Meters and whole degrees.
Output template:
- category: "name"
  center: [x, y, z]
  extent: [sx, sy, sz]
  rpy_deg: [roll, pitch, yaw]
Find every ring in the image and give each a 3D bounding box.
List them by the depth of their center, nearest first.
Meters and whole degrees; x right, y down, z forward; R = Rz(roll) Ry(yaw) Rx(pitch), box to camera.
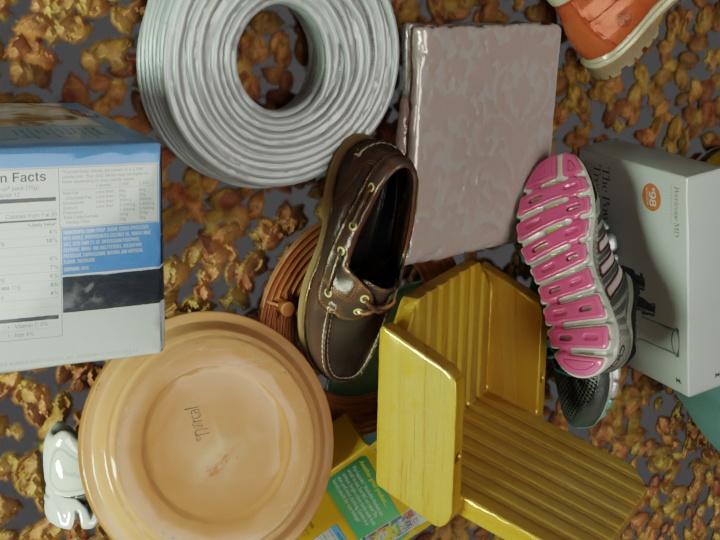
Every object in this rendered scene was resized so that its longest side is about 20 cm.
- category: "ring"
  center: [0.006, 0.045, 0.972]
  extent: [0.198, 0.019, 0.203]
  rpy_deg: [-9, 109, -28]

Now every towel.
- category: "towel"
  center: [0.096, -0.110, 0.971]
  extent: [0.199, 0.032, 0.194]
  rpy_deg: [-12, 110, -46]

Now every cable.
- category: "cable"
  center: [-0.066, -0.159, 0.871]
  extent: [0.199, 0.069, 0.202]
  rpy_deg: [26, 90, -33]

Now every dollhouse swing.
- category: "dollhouse swing"
  center: [0.133, 0.107, 0.924]
  extent: [0.199, 0.174, 0.184]
  rpy_deg: [-25, 121, -57]

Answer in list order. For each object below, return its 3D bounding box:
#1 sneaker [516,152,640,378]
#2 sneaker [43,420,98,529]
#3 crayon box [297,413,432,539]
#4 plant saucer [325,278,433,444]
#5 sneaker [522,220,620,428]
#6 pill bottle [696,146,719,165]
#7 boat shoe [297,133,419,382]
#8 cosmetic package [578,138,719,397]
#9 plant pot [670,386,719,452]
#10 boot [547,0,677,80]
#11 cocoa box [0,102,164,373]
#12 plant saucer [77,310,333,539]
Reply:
- category: "sneaker"
  center: [0.191, -0.001, 0.997]
  extent: [0.087, 0.073, 0.203]
  rpy_deg: [20, 54, -51]
- category: "sneaker"
  center: [-0.152, 0.137, 0.911]
  extent: [0.198, 0.075, 0.082]
  rpy_deg: [-13, 102, -27]
- category: "crayon box"
  center: [-0.036, 0.210, 0.980]
  extent: [0.199, 0.052, 0.126]
  rpy_deg: [-33, 128, -7]
- category: "plant saucer"
  center: [0.050, 0.102, 1.040]
  extent: [0.198, 0.027, 0.203]
  rpy_deg: [-9, 109, -28]
- category: "sneaker"
  center: [0.185, 0.051, 1.075]
  extent: [0.090, 0.077, 0.203]
  rpy_deg: [-11, 102, -30]
- category: "pill bottle"
  center: [0.401, -0.047, 1.097]
  extent: [0.111, 0.199, 0.114]
  rpy_deg: [-9, 109, -27]
- category: "boat shoe"
  center: [0.000, 0.000, 0.894]
  extent: [0.070, 0.070, 0.203]
  rpy_deg: [-9, 117, -35]
- category: "cosmetic package"
  center: [0.264, -0.007, 1.059]
  extent: [0.051, 0.150, 0.203]
  rpy_deg: [-15, 111, -25]
- category: "plant pot"
  center: [0.403, 0.102, 1.159]
  extent: [0.187, 0.200, 0.201]
  rpy_deg: [33, 87, -17]
- category: "boot"
  center: [0.244, -0.278, 1.017]
  extent: [0.107, 0.075, 0.201]
  rpy_deg: [42, 82, -27]
- category: "cocoa box"
  center: [-0.216, -0.031, 0.744]
  extent: [0.132, 0.199, 0.133]
  rpy_deg: [-6, 107, -27]
- category: "plant saucer"
  center: [-0.112, 0.131, 0.880]
  extent: [0.198, 0.032, 0.203]
  rpy_deg: [4, 80, -22]
